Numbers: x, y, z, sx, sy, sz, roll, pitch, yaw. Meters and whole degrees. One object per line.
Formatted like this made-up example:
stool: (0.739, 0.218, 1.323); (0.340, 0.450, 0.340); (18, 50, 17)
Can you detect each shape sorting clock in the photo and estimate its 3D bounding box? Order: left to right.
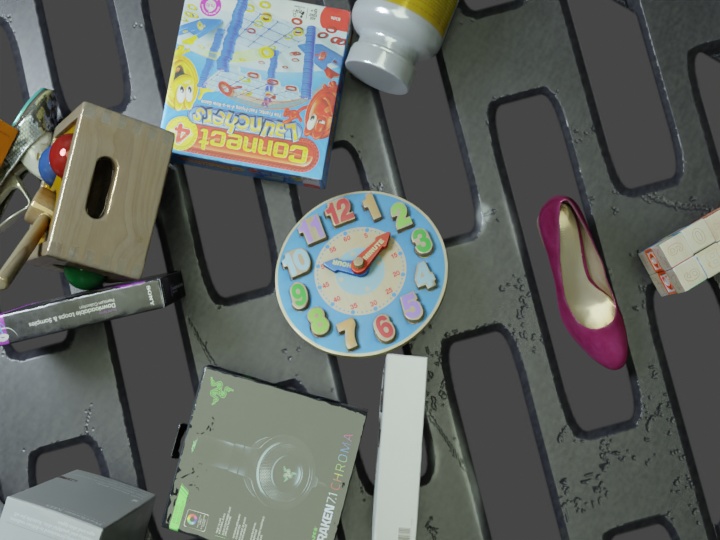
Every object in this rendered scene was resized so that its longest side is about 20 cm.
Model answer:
shape sorting clock: (0.000, 0.000, 1.076); (0.195, 0.039, 0.204); (-5, 61, 9)

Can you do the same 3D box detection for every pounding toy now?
pounding toy: (-0.299, -0.061, 1.010); (0.140, 0.183, 0.204); (17, 80, -27)

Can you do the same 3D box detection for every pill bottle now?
pill bottle: (0.055, -0.310, 1.095); (0.110, 0.112, 0.204); (22, 84, 3)

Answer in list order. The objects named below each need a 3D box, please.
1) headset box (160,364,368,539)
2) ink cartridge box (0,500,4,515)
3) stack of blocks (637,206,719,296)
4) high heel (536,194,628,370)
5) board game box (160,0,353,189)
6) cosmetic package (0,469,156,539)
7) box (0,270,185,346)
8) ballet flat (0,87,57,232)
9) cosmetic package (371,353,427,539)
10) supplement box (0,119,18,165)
headset box: (-0.106, 0.210, 1.050); (0.196, 0.093, 0.178); (16, 84, 3)
ink cartridge box: (-0.435, 0.329, 1.045); (0.144, 0.084, 0.201); (-41, 85, -4)
stack of blocks: (0.417, -0.048, 1.061); (0.197, 0.115, 0.059); (-29, 84, -2)
high heel: (0.252, 0.014, 1.065); (0.066, 0.096, 0.204); (-18, 84, -2)
board game box: (-0.120, -0.212, 1.115); (0.195, 0.056, 0.200); (9, 84, 2)
cosmetic package: (-0.291, 0.270, 0.992); (0.105, 0.200, 0.092); (17, 84, 2)
box: (-0.296, 0.040, 1.045); (0.196, 0.143, 0.037); (-14, 94, 0)
ballet flat: (-0.391, -0.110, 1.103); (0.072, 0.072, 0.202); (36, 90, 4)
cosmetic package: (0.042, 0.196, 1.056); (0.049, 0.083, 0.205); (4, 83, 3)
supplement box: (-0.493, -0.144, 1.069); (0.197, 0.073, 0.128); (22, 84, 26)
